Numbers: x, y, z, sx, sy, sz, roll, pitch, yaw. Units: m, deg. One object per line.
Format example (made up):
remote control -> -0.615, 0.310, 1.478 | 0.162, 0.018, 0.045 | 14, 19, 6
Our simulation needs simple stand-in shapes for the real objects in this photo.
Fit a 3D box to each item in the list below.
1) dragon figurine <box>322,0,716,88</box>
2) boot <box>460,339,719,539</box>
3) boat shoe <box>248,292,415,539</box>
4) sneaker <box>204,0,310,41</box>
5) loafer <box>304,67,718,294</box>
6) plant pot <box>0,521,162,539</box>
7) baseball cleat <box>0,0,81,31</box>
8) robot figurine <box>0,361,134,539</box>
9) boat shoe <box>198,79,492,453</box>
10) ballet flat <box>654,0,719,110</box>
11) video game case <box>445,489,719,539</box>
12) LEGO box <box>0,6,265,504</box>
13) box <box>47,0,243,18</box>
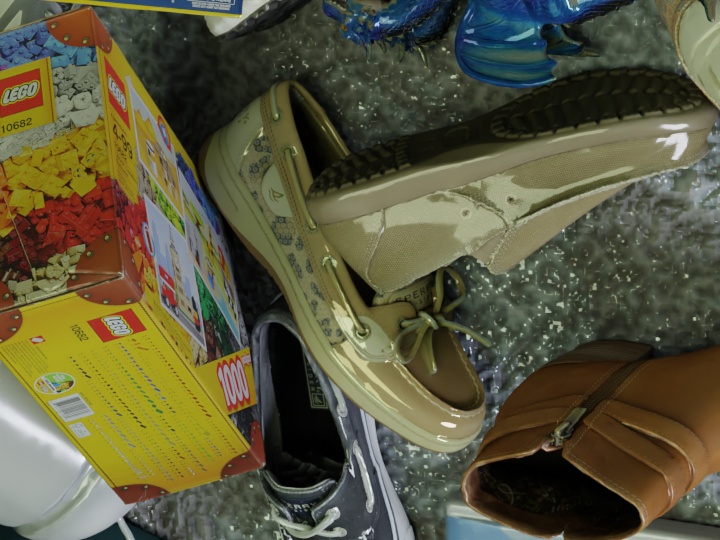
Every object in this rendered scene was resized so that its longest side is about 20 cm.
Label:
dragon figurine -> 0.079, -0.120, 1.306 | 0.200, 0.059, 0.100 | 21, 117, 24
boot -> 0.154, 0.073, 1.288 | 0.200, 0.155, 0.077 | 5, 110, 23
boat shoe -> -0.020, 0.107, 1.431 | 0.072, 0.068, 0.200 | 2, 108, 24
sneaker -> -0.015, -0.187, 1.324 | 0.200, 0.074, 0.079 | -35, 86, 30
loafer -> 0.076, -0.041, 1.326 | 0.200, 0.076, 0.068 | -14, 113, 17
plant pot -> -0.227, 0.184, 1.516 | 0.200, 0.141, 0.141 | 29, 117, 16
baseball cleat -> -0.163, -0.128, 1.414 | 0.106, 0.070, 0.200 | -3, 110, 19
robot figurine -> -0.182, 0.067, 1.437 | 0.200, 0.113, 0.170 | 32, 80, -28
boat shoe -> 0.000, 0.000, 1.381 | 0.063, 0.073, 0.200 | -40, 88, 33
ballet flat -> 0.194, -0.077, 1.267 | 0.200, 0.067, 0.068 | 49, 120, 2
video game case -> 0.138, 0.210, 1.420 | 0.200, 0.022, 0.182 | 7, 110, 23
LEGO box -> -0.118, -0.002, 1.325 | 0.077, 0.200, 0.149 | -16, 58, 10
box -> -0.151, -0.156, 1.279 | 0.200, 0.070, 0.064 | 6, 98, -6
